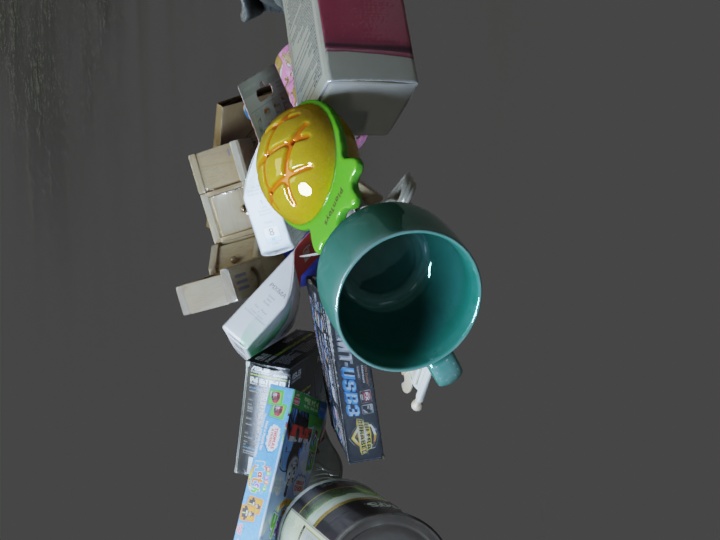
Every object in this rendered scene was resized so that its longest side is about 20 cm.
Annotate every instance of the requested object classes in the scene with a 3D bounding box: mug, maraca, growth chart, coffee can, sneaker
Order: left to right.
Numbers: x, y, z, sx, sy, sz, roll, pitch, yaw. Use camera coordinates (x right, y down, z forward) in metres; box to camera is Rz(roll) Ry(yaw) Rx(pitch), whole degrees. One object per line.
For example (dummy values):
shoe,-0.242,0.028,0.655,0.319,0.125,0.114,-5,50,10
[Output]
sneaker,-0.067,0.293,1.828,0.200,0.075,0.106,-105,15,-61
maraca,-0.049,-0.103,1.424,0.200,0.107,0.137,56,132,49
coffee can,-0.001,0.321,1.475,0.200,0.146,0.146,-173,82,-72
mug,0.031,0.023,1.333,0.114,0.152,0.185,-124,36,-61
growth chart,0.055,0.043,1.484,0.145,0.018,0.200,110,152,-51

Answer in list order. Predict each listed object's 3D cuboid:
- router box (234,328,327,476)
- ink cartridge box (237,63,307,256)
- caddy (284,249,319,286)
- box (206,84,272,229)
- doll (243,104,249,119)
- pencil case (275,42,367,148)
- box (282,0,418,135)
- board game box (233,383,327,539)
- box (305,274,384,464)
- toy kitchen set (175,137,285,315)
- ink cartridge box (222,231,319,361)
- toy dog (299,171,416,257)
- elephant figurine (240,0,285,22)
router box,-0.095,0.171,1.728,0.200,0.062,0.150,-31,-51,-71
ink cartridge box,-0.109,-0.134,1.585,0.160,0.047,0.200,-56,-50,-68
caddy,-0.113,-0.060,1.860,0.141,0.105,0.200,-178,86,-72
box,-0.150,-0.167,1.902,0.021,0.163,0.200,31,128,30
doll,-0.093,-0.187,1.761,0.200,0.136,0.048,-60,-6,-82
pencil case,-0.050,-0.221,1.686,0.200,0.083,0.087,-116,31,-51
box,-0.015,-0.270,1.525,0.128,0.109,0.200,125,139,-62
board game box,-0.095,0.244,1.582,0.151,0.037,0.200,41,-119,-73
box,-0.020,0.110,1.581,0.199,0.050,0.200,-137,38,-81
toy kitchen set,-0.144,-0.070,1.697,0.180,0.163,0.200,-24,-82,-68
ink cartridge box,-0.089,0.028,1.701,0.050,0.200,0.161,43,171,8
toy dog,-0.025,-0.064,1.525,0.132,0.096,0.200,-64,13,-12
elephant figurine,-0.107,-0.393,1.823,0.141,0.155,0.200,38,160,9
